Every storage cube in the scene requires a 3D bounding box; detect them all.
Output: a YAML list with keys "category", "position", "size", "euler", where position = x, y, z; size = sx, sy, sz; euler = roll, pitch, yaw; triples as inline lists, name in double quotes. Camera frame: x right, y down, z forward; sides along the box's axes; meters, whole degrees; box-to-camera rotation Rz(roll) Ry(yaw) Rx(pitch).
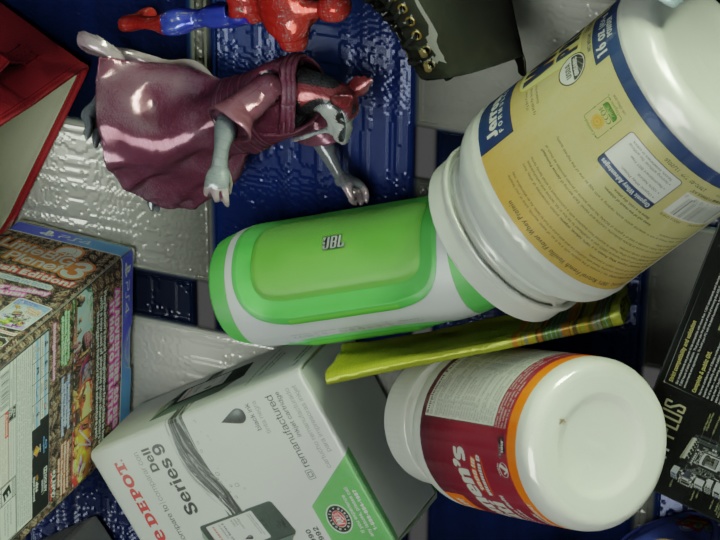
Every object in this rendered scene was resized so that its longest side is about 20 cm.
- category: "storage cube"
  position: [-0.327, -0.102, 1.772]
  size: [0.179, 0.171, 0.200]
  euler: [35, 123, 7]

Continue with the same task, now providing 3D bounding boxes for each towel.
- category: "towel"
  position: [0.078, 0.041, 1.674]
  size: [0.199, 0.086, 0.018]
  euler: [-12, 95, 10]

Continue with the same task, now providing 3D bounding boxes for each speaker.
- category: "speaker"
  position: [0.000, 0.000, 1.721]
  size: [0.199, 0.088, 0.089]
  euler: [-9, 109, 27]

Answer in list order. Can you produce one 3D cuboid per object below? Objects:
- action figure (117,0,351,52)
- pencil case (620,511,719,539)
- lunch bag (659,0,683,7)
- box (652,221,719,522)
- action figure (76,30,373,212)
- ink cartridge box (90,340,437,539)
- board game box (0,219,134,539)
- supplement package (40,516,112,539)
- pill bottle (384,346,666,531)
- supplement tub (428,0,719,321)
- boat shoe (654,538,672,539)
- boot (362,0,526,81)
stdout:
- category: "action figure"
  position: [-0.065, -0.187, 1.684]
  size: [0.199, 0.099, 0.066]
  euler: [13, 124, 44]
- category: "pencil case"
  position: [0.234, 0.267, 1.740]
  size: [0.078, 0.087, 0.201]
  euler: [-13, 107, 29]
- category: "lunch bag"
  position: [0.152, -0.279, 1.499]
  size: [0.200, 0.127, 0.170]
  euler: [36, 121, 13]
- category: "box"
  position: [0.278, 0.068, 1.626]
  size: [0.163, 0.086, 0.201]
  euler: [24, 121, 12]
- category: "action figure"
  position: [-0.076, -0.107, 1.714]
  size: [0.199, 0.134, 0.150]
  euler: [-17, 76, 29]
- category: "ink cartridge box"
  position: [-0.070, 0.144, 1.822]
  size: [0.199, 0.084, 0.146]
  euler: [-23, 102, 32]
- category: "board game box"
  position: [-0.248, 0.082, 1.804]
  size: [0.096, 0.200, 0.160]
  euler: [14, 118, 19]
- category: "supplement package"
  position: [-0.268, 0.293, 1.960]
  size: [0.199, 0.121, 0.120]
  euler: [-26, 101, 31]
- category: "pill bottle"
  position: [0.101, 0.104, 1.663]
  size: [0.200, 0.109, 0.110]
  euler: [3, 121, 62]
- category: "supplement tub"
  position: [0.152, -0.070, 1.583]
  size: [0.200, 0.144, 0.145]
  euler: [-38, 95, 33]
- category: "boat shoe"
  position: [0.195, 0.276, 1.672]
  size: [0.072, 0.065, 0.201]
  euler: [10, 118, 29]
- category: "boot"
  position: [0.007, -0.172, 1.575]
  size: [0.199, 0.077, 0.139]
  euler: [-12, 95, -10]
